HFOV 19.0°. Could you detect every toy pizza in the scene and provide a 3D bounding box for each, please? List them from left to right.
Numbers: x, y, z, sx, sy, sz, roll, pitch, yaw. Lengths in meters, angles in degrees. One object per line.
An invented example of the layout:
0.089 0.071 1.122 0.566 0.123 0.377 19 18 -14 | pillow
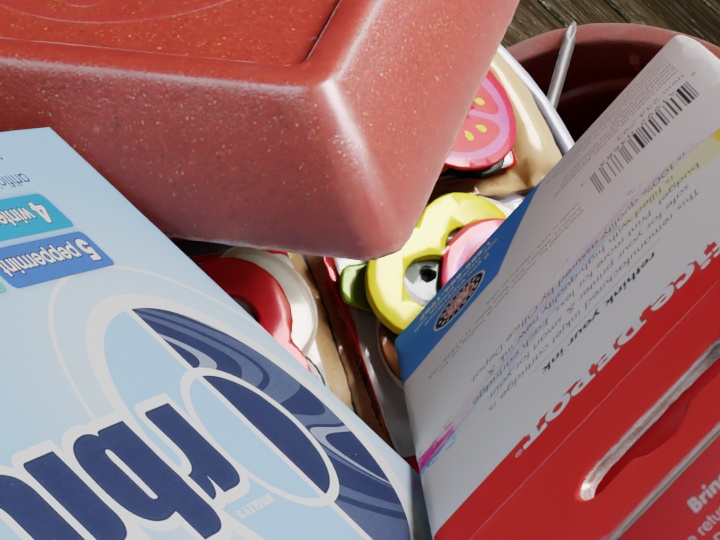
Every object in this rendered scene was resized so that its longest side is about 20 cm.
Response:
-0.017 -0.013 0.605 0.200 0.032 0.200 8 64 -17 | toy pizza

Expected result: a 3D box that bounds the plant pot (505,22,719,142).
0.129 0.011 0.940 0.201 0.201 0.195 47 11 20 | plant pot

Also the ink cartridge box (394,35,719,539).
0.074 0.025 0.484 0.067 0.116 0.200 40 11 -13 | ink cartridge box

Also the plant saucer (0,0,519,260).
-0.057 -0.089 0.592 0.200 0.037 0.200 7 42 18 | plant saucer

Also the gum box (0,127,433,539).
-0.045 0.055 0.432 0.200 0.045 0.170 42 18 10 | gum box

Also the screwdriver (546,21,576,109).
0.055 -0.005 0.847 0.029 0.200 0.028 -2 -20 45 | screwdriver
